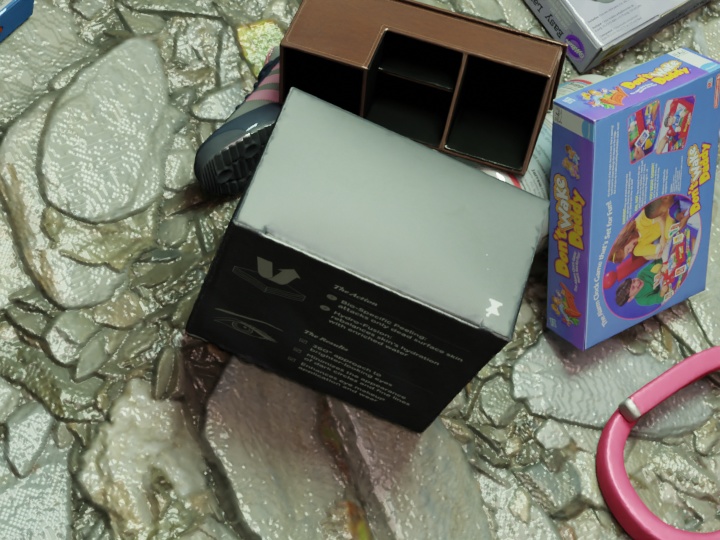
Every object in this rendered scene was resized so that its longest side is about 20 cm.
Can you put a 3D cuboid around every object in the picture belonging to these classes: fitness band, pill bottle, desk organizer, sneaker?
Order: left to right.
[{"bbox_3d":[-0.063,-0.131,1.218,0.200,0.070,0.082,-33,62,-28],"label":"sneaker"},{"bbox_3d":[0.043,-0.145,1.150,0.199,0.072,0.077,17,55,8],"label":"desk organizer"},{"bbox_3d":[0.162,-0.089,1.230,0.200,0.109,0.109,-28,77,-25],"label":"pill bottle"},{"bbox_3d":[0.276,0.139,1.204,0.200,0.037,0.144,-28,77,-23],"label":"fitness band"}]

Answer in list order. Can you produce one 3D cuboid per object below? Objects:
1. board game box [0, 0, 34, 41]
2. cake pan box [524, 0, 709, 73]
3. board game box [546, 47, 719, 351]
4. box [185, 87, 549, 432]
[{"bbox_3d":[-0.371,-0.222,1.172,0.200,0.045,0.152,40,63,4],"label":"board game box"},{"bbox_3d":[0.219,-0.293,1.370,0.200,0.052,0.184,-32,81,-25],"label":"cake pan box"},{"bbox_3d":[0.207,-0.053,1.179,0.134,0.201,0.045,-23,38,-29],"label":"board game box"},{"bbox_3d":[0.000,0.000,1.094,0.196,0.200,0.118,23,63,-6],"label":"box"}]
